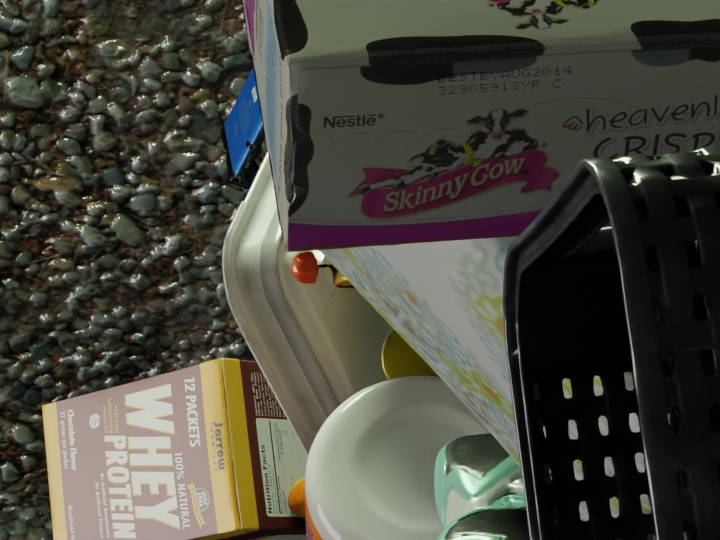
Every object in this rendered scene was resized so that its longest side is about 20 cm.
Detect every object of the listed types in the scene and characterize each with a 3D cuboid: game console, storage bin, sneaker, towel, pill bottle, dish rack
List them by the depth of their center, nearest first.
[{"bbox_3d":[0.092,0.080,0.413,0.135,0.094,0.200,116,147,-80],"label":"storage bin"},{"bbox_3d":[0.044,0.006,0.692,0.171,0.048,0.200,46,172,5],"label":"towel"},{"bbox_3d":[0.072,0.155,0.867,0.200,0.078,0.140,-76,-20,-77],"label":"sneaker"},{"bbox_3d":[0.030,0.150,1.064,0.200,0.113,0.113,89,173,-53],"label":"pill bottle"},{"bbox_3d":[0.000,0.000,1.143,0.172,0.044,0.200,64,-151,-31],"label":"dish rack"},{"bbox_3d":[-0.116,-0.156,2.862,0.171,0.118,0.200,-61,18,17],"label":"game console"}]

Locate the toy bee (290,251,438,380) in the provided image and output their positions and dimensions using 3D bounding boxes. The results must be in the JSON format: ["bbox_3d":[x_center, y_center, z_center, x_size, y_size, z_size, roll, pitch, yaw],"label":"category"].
[{"bbox_3d":[0.018,-0.018,1.035,0.200,0.109,0.131,94,171,-62],"label":"toy bee"}]

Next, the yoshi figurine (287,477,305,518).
[{"bbox_3d":[-0.002,0.223,1.567,0.112,0.112,0.200,100,162,-48],"label":"yoshi figurine"}]

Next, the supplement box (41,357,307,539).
[{"bbox_3d":[-0.113,0.159,1.740,0.200,0.197,0.133,10,-111,-52],"label":"supplement box"}]

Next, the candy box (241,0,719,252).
[{"bbox_3d":[0.035,-0.093,0.582,0.200,0.136,0.061,-101,10,-49],"label":"candy box"}]
